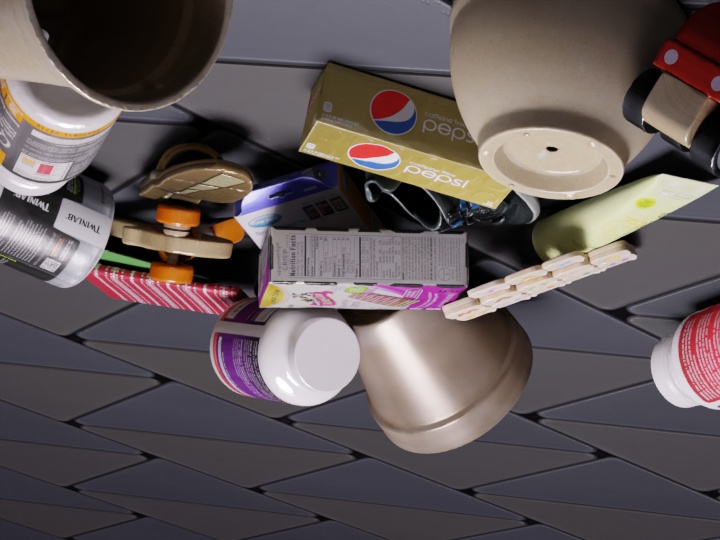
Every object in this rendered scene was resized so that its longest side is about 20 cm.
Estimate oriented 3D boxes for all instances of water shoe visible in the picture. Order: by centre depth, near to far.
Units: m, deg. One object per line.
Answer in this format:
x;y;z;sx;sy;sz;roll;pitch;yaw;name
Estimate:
0.085;-0.069;1.642;0.199;0.079;0.071;22;154;-24;water shoe

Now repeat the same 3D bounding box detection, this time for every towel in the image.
-0.220;0.022;1.963;0.199;0.023;0.145;9;169;10;towel

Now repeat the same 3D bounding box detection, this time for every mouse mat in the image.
-0.270;-0.004;1.951;0.160;0.008;0.200;16;170;-27;mouse mat

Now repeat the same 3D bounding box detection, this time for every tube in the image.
0.250;-0.056;1.644;0.200;0.058;0.052;-26;104;48;tube

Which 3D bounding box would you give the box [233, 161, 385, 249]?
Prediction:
-0.047;-0.045;1.754;0.118;0.042;0.200;-15;142;17;box

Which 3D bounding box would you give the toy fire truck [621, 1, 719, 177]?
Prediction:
0.328;-0.160;1.297;0.129;0.201;0.176;38;-167;37;toy fire truck

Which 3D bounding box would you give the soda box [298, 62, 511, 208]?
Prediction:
0.049;-0.123;1.554;0.199;0.064;0.068;15;156;-12;soda box

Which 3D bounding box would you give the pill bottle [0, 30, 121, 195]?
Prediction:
-0.290;-0.148;1.571;0.116;0.117;0.200;17;155;-16;pill bottle

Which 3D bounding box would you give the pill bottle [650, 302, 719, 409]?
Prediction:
0.410;0.087;1.817;0.112;0.113;0.200;22;154;-25;pill bottle

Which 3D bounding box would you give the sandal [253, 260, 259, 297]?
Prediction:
-0.079;-0.025;1.860;0.075;0.048;0.201;5;143;0;sandal

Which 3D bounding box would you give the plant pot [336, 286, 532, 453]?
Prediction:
0.065;0.072;1.867;0.199;0.201;0.174;-9;133;36;plant pot

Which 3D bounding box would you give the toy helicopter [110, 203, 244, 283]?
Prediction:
-0.219;-0.040;1.844;0.199;0.079;0.132;13;-171;38;toy helicopter

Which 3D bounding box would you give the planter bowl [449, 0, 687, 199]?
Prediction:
0.164;-0.142;1.377;0.199;0.136;0.200;8;157;3;planter bowl

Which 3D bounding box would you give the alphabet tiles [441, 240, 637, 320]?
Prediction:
0.185;0.012;1.733;0.199;0.015;0.196;-21;171;13;alphabet tiles

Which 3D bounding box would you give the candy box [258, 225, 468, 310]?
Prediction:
0.000;0.000;1.695;0.199;0.061;0.136;2;168;-7;candy box

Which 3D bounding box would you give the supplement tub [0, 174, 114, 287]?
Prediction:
-0.370;-0.070;1.770;0.199;0.123;0.122;25;153;-31;supplement tub

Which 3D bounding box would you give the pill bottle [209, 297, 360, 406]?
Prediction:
-0.079;0.087;1.819;0.112;0.113;0.200;22;171;-26;pill bottle

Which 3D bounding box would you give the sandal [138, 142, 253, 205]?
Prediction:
-0.171;-0.102;1.715;0.080;0.054;0.200;15;172;-25;sandal

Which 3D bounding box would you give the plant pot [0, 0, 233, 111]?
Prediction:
-0.234;-0.221;1.322;0.183;0.202;0.200;1;157;45;plant pot
